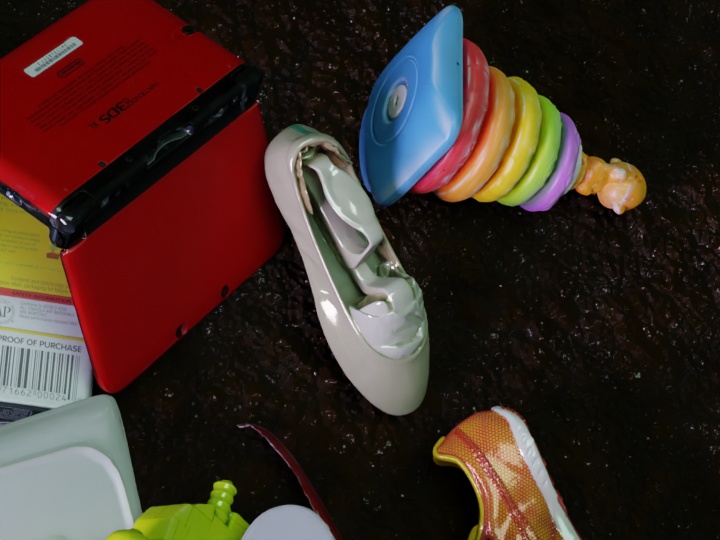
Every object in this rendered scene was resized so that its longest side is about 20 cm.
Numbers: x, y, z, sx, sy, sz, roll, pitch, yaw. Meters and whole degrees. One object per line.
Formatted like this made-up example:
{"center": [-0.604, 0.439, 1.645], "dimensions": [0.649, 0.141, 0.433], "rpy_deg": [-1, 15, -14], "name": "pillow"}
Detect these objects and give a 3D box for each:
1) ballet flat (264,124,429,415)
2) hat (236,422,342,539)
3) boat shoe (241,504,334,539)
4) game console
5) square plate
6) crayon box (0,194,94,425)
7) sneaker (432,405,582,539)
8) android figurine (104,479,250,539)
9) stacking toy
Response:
{"center": [0.000, 0.000, 1.323], "dimensions": [0.069, 0.069, 0.201], "rpy_deg": [-31, 99, -26], "name": "ballet flat"}
{"center": [0.035, 0.203, 1.312], "dimensions": [0.165, 0.176, 0.201], "rpy_deg": [-10, 112, -21], "name": "hat"}
{"center": [-0.038, 0.237, 1.200], "dimensions": [0.071, 0.070, 0.201], "rpy_deg": [-5, 63, -5], "name": "boat shoe"}
{"center": [-0.152, -0.055, 1.293], "dimensions": [0.172, 0.119, 0.200], "rpy_deg": [34, 44, 13], "name": "game console"}
{"center": [-0.186, 0.184, 1.181], "dimensions": [0.199, 0.028, 0.199], "rpy_deg": [-14, 88, -43], "name": "square plate"}
{"center": [-0.221, -0.007, 1.288], "dimensions": [0.126, 0.051, 0.201], "rpy_deg": [10, 68, -15], "name": "crayon box"}
{"center": [0.109, 0.186, 1.327], "dimensions": [0.077, 0.073, 0.201], "rpy_deg": [-28, 76, -3], "name": "sneaker"}
{"center": [-0.097, 0.218, 1.208], "dimensions": [0.182, 0.041, 0.201], "rpy_deg": [51, 46, -35], "name": "android figurine"}
{"center": [0.108, -0.082, 1.411], "dimensions": [0.199, 0.110, 0.117], "rpy_deg": [18, 53, -24], "name": "stacking toy"}
